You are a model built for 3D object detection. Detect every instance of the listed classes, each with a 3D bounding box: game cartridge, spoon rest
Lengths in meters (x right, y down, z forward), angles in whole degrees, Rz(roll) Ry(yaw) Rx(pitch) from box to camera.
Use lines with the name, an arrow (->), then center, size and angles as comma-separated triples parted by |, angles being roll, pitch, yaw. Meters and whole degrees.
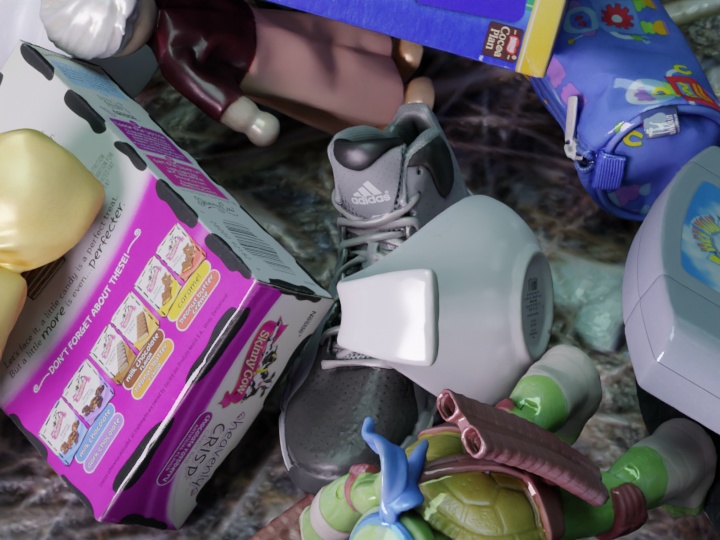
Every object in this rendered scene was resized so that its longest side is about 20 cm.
game cartridge -> 0.180, 0.017, 1.205 | 0.133, 0.041, 0.200 | 27, 29, -2
spoon rest -> 0.037, 0.015, 1.210 | 0.060, 0.200, 0.100 | 1, 91, 20

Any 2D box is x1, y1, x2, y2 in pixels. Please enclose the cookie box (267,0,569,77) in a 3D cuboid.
cookie box -> 0.016, -0.199, 1.272 | 0.200, 0.171, 0.075 | 16, 16, 3

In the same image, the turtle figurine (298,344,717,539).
turtle figurine -> 0.053, 0.127, 1.160 | 0.144, 0.200, 0.194 | -2, 19, 42

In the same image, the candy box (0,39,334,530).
candy box -> -0.120, 0.005, 1.269 | 0.200, 0.061, 0.136 | 45, 108, 34

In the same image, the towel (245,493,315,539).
towel -> 0.031, 0.163, 1.192 | 0.147, 0.022, 0.200 | -35, 55, -21

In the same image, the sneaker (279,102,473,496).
sneaker -> 0.000, 0.000, 1.255 | 0.075, 0.116, 0.200 | 2, 45, 19

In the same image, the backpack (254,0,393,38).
backpack -> -0.028, -0.225, 1.398 | 0.126, 0.200, 0.167 | -16, 52, -5

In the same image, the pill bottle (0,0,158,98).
pill bottle -> -0.199, -0.154, 1.420 | 0.200, 0.112, 0.112 | 27, 59, 27

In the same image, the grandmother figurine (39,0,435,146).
grandmother figurine -> -0.062, -0.107, 1.340 | 0.200, 0.061, 0.121 | 15, 35, -26

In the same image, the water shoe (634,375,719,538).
water shoe -> 0.185, 0.078, 1.223 | 0.079, 0.072, 0.200 | 7, 40, -27

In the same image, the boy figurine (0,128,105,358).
boy figurine -> -0.182, 0.028, 1.230 | 0.200, 0.064, 0.124 | -62, 24, 5

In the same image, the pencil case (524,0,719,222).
pencil case -> 0.112, -0.110, 1.364 | 0.087, 0.078, 0.200 | -5, 46, -25
